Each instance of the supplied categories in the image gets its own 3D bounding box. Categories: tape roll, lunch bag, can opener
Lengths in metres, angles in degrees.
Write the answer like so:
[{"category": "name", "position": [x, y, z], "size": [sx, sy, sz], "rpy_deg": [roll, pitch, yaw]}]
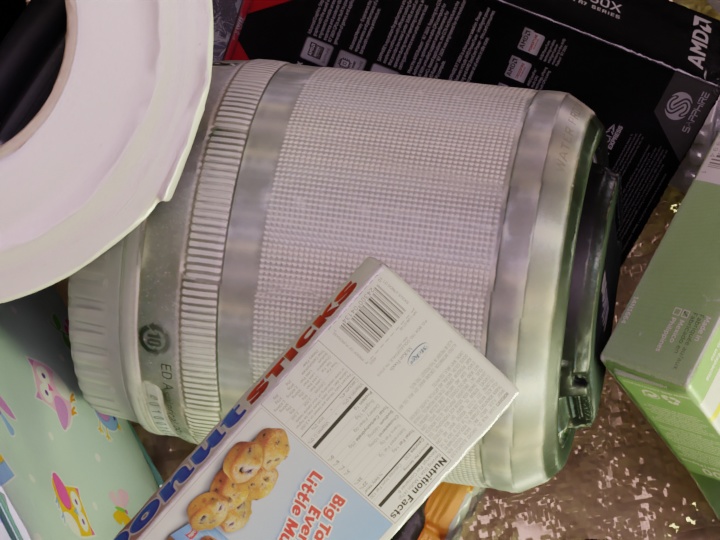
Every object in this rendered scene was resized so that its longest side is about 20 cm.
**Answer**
[{"category": "tape roll", "position": [-0.151, -0.086, 0.816], "size": [0.202, 0.071, 0.203], "rpy_deg": [0, 94, -6]}, {"category": "lunch bag", "position": [-0.144, 0.084, 0.928], "size": [0.077, 0.160, 0.200], "rpy_deg": [-30, 83, 16]}, {"category": "can opener", "position": [-0.112, -0.110, 0.936], "size": [0.079, 0.063, 0.200], "rpy_deg": [45, 62, -31]}]

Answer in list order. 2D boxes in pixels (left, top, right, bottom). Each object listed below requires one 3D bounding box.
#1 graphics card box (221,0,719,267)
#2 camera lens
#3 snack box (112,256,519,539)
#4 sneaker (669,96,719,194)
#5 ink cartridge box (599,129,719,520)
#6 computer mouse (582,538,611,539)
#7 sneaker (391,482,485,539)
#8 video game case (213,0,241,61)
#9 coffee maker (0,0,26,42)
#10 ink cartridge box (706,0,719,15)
[{"category": "graphics card box", "position": [0.044, -0.084, 0.990], "size": [0.200, 0.125, 0.051], "rpy_deg": [21, 43, -2]}, {"category": "camera lens", "position": [0.000, 0.000, 0.924], "size": [0.200, 0.160, 0.160], "rpy_deg": [7, 75, 10]}, {"category": "snack box", "position": [-0.036, 0.093, 0.815], "size": [0.072, 0.024, 0.200], "rpy_deg": [43, 87, -17]}, {"category": "sneaker", "position": [0.128, -0.082, 1.058], "size": [0.200, 0.075, 0.081], "rpy_deg": [19, 41, 6]}, {"category": "ink cartridge box", "position": [0.180, 0.027, 0.972], "size": [0.048, 0.200, 0.146], "rpy_deg": [17, 70, 36]}, {"category": "computer mouse", "position": [0.085, 0.207, 0.954], "size": [0.140, 0.046, 0.200], "rpy_deg": [10, 72, -42]}, {"category": "sneaker", "position": [-0.013, 0.131, 0.981], "size": [0.077, 0.078, 0.200], "rpy_deg": [29, 68, 8]}, {"category": "video game case", "position": [-0.030, -0.055, 1.047], "size": [0.143, 0.019, 0.200], "rpy_deg": [-27, 83, -14]}, {"category": "coffee maker", "position": [-0.188, -0.148, 0.950], "size": [0.135, 0.200, 0.192], "rpy_deg": [-37, 84, -14]}, {"category": "ink cartridge box", "position": [0.196, -0.177, 1.052], "size": [0.116, 0.067, 0.200], "rpy_deg": [-30, 62, -14]}]
